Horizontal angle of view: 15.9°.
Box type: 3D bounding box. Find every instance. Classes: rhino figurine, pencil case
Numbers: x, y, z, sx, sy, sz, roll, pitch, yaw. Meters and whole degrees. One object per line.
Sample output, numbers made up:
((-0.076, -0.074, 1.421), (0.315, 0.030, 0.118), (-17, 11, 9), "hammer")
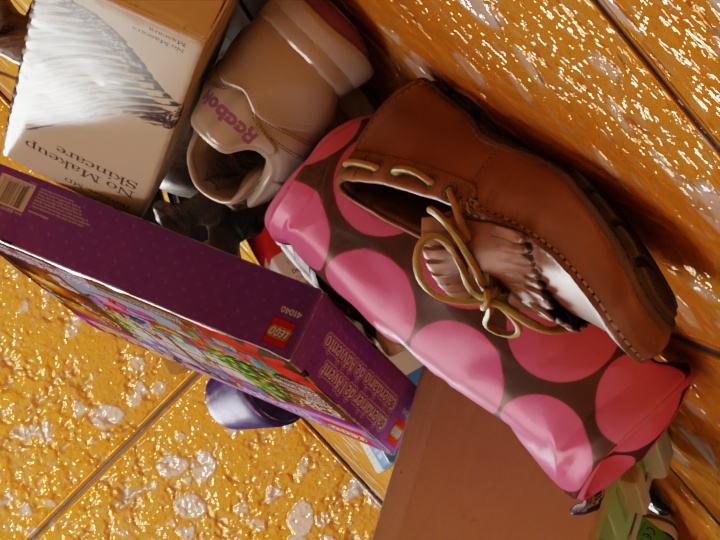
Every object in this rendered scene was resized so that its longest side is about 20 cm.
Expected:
((-0.120, -0.085, 1.355), (0.200, 0.087, 0.060), (43, 152, 12), "rhino figurine")
((0.054, 0.015, 1.158), (0.200, 0.091, 0.094), (42, -155, 11), "pencil case")

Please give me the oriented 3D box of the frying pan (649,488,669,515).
((0.112, 0.080, 1.425), (0.115, 0.031, 0.190), (44, 173, -7), "frying pan")

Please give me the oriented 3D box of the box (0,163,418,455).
((-0.080, 0.019, 1.256), (0.199, 0.039, 0.137), (21, 168, 29), "box")

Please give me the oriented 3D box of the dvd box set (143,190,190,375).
((-0.126, -0.017, 1.568), (0.200, 0.029, 0.147), (101, 154, -82), "dvd box set")

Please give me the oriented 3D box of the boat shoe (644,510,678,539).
((0.153, 0.177, 1.539), (0.074, 0.063, 0.200), (7, 161, 20), "boat shoe")

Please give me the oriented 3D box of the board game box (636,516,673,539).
((0.187, 0.215, 1.416), (0.199, 0.096, 0.030), (36, 143, 1), "board game box")

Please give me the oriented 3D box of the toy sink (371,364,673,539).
((0.088, 0.102, 1.286), (0.111, 0.201, 0.130), (12, 161, 16), "toy sink")

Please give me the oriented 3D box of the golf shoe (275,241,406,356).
((0.000, 0.000, 1.313), (0.200, 0.077, 0.089), (-130, 23, -89), "golf shoe")

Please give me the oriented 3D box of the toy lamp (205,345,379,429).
((-0.015, 0.044, 1.442), (0.058, 0.058, 0.199), (47, 137, -15), "toy lamp")

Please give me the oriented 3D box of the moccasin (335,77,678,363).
((0.054, -0.013, 1.041), (0.201, 0.078, 0.074), (39, 171, 45), "moccasin")

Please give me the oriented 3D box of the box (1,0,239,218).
((-0.106, -0.101, 1.159), (0.082, 0.069, 0.200), (25, 155, -1), "box")

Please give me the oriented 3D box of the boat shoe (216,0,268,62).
((-0.079, -0.118, 1.275), (0.071, 0.070, 0.200), (43, 172, 20), "boat shoe")

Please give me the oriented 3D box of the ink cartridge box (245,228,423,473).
((-0.008, 0.018, 1.549), (0.201, 0.067, 0.116), (60, 174, 5), "ink cartridge box")

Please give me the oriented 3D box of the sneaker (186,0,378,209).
((-0.044, -0.072, 1.210), (0.075, 0.100, 0.200), (43, 174, 11), "sneaker")

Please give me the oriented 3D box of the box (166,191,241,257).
((-0.103, -0.062, 1.549), (0.200, 0.036, 0.144), (83, 170, -68), "box")
